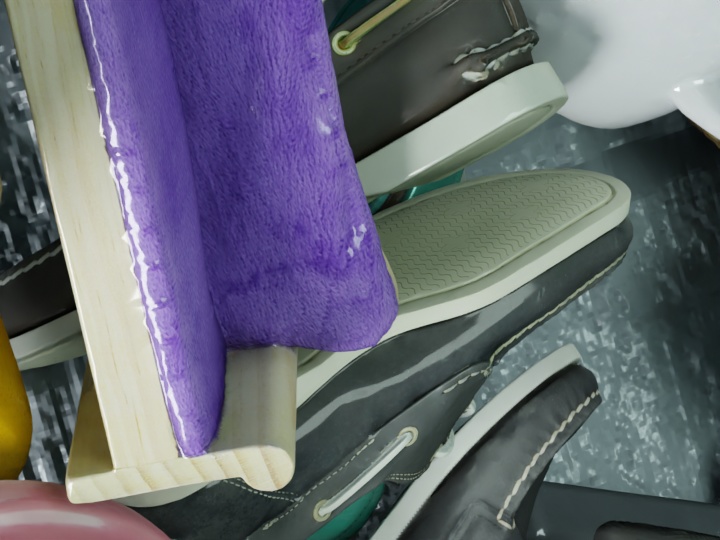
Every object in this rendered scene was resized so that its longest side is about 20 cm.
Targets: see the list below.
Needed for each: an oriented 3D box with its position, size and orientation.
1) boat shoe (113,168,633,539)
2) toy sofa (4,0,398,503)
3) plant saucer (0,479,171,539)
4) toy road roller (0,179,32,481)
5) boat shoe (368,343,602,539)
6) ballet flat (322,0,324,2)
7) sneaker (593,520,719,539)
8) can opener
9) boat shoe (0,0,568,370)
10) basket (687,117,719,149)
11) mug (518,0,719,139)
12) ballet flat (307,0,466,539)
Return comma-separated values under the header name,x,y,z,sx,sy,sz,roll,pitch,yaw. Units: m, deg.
name,x,y,z,sx,sy,sz,roll,pitch,yaw
boat shoe,0.004,0.031,0.928,0.200,0.072,0.068,-33,123,-21
toy sofa,-0.051,-0.044,0.810,0.097,0.083,0.201,-9,113,4
plant saucer,-0.112,0.158,0.841,0.200,0.051,0.201,-19,125,-30
toy road roller,-0.143,0.000,0.805,0.146,0.200,0.123,6,49,-43
boat shoe,0.020,0.108,0.970,0.060,0.074,0.200,40,66,10
ballet flat,-0.012,-0.119,0.861,0.200,0.064,0.067,-53,129,-8
sneaker,0.120,0.167,1.016,0.200,0.075,0.116,49,52,-55
can opener,0.116,0.094,1.090,0.199,0.053,0.067,10,46,-36
boat shoe,-0.036,-0.032,0.915,0.061,0.200,0.072,64,13,4
basket,0.165,-0.118,1.116,0.143,0.149,0.200,-44,128,10
mug,0.117,-0.119,0.925,0.200,0.176,0.147,50,24,24
ballet flat,0.000,0.000,0.999,0.070,0.067,0.201,34,68,-45
